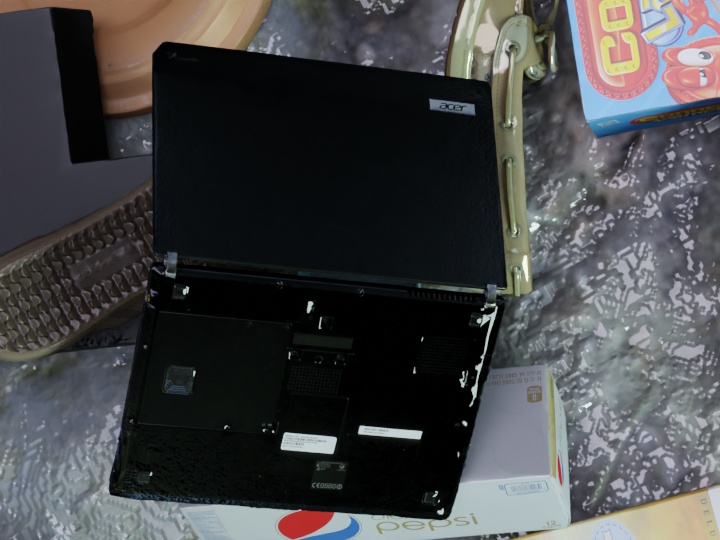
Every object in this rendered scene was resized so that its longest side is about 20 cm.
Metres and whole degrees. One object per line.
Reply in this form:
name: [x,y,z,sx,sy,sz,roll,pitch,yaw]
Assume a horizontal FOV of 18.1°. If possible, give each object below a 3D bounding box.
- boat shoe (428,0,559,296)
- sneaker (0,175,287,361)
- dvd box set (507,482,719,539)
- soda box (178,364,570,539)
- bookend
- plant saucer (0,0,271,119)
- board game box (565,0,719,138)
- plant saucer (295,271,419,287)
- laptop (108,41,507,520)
boat shoe: [0.075,-0.087,1.202,0.062,0.073,0.201,9,99,6]
sneaker: [-0.107,-0.013,1.134,0.199,0.076,0.071,-19,96,-14]
dvd box set: [0.116,0.206,1.188,0.199,0.029,0.147,-15,83,11]
soda box: [0.008,0.101,1.191,0.199,0.064,0.068,-6,58,11]
bookend: [-0.143,-0.059,1.214,0.198,0.092,0.201,-7,94,10]
plant saucer: [-0.143,-0.187,1.272,0.199,0.032,0.201,-1,85,12]
board game box: [0.200,-0.187,1.185,0.195,0.056,0.201,-10,84,11]
plant saucer: [0.000,0.000,1.197,0.070,0.019,0.201,-8,62,16]
laptop: [-0.027,0.008,1.113,0.176,0.103,0.201,6,115,-15]
